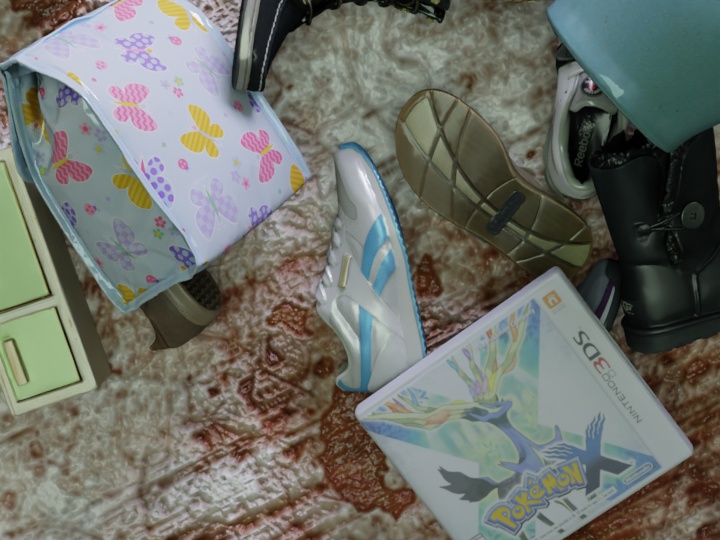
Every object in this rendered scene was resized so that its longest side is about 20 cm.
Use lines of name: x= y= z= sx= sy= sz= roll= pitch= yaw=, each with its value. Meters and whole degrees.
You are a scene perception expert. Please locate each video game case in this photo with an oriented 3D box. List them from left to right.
video game case: x=0.126 y=0.125 z=1.185 sx=0.199 sy=0.022 sz=0.183 roll=-36 pitch=100 yaw=16

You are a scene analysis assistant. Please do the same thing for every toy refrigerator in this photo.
toy refrigerator: x=-0.271 y=0.006 z=1.210 sx=0.075 sy=0.070 sz=0.202 roll=-17 pitch=98 yaw=3

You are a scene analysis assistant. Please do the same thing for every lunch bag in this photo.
lunch bag: x=-0.160 y=-0.100 z=1.135 sx=0.127 sy=0.170 sz=0.201 roll=-25 pitch=103 yaw=39

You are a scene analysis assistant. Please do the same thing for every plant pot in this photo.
plant pot: x=0.236 y=-0.191 z=1.039 sx=0.188 sy=0.200 sz=0.200 roll=-42 pitch=96 yaw=18

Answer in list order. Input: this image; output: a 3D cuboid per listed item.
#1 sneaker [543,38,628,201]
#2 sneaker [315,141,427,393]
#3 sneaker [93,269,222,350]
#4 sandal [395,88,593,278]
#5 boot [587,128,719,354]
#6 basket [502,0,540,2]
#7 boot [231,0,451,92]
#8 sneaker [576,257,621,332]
sneaker: x=0.185 y=-0.153 z=1.174 sx=0.073 sy=0.089 sz=0.202 roll=4 pitch=97 yaw=1
sneaker: x=0.000 y=0.000 z=1.204 sx=0.080 sy=0.077 sz=0.202 roll=-11 pitch=96 yaw=4
sneaker: x=-0.197 y=-0.023 z=1.206 sx=0.075 sy=0.070 sz=0.201 roll=-39 pitch=87 yaw=25
sandal: x=0.103 y=-0.067 z=1.208 sx=0.199 sy=0.054 sz=0.080 roll=38 pitch=104 yaw=-19
boot: x=0.274 y=-0.045 z=1.159 sx=0.198 sy=0.076 sz=0.170 roll=-19 pitch=112 yaw=-15
basket: x=0.088 y=-0.287 z=1.122 sx=0.198 sy=0.149 sz=0.144 roll=7 pitch=117 yaw=-21
boot: x=-0.007 y=-0.211 z=1.148 sx=0.152 sy=0.074 sz=0.205 roll=18 pitch=70 yaw=-5
sneaker: x=0.137 y=0.071 z=1.215 sx=0.087 sy=0.074 sz=0.201 roll=26 pitch=99 yaw=2
